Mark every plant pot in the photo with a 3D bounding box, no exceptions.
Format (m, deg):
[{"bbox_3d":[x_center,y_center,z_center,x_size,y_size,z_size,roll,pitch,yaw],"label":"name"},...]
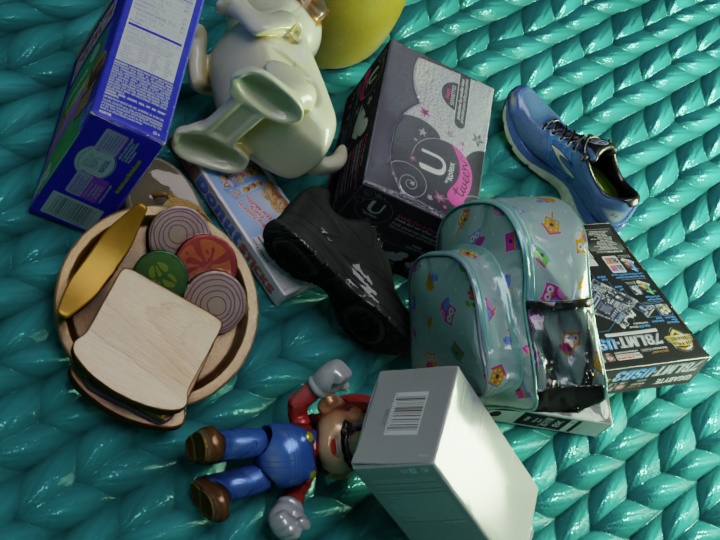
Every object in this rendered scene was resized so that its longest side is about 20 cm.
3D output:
[{"bbox_3d":[-0.021,-0.333,1.595,0.199,0.142,0.201,7,72,-24],"label":"plant pot"}]

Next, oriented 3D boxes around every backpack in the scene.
[{"bbox_3d":[0.131,0.029,1.394,0.153,0.176,0.201,4,86,-25],"label":"backpack"}]

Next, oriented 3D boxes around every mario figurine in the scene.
[{"bbox_3d":[-0.046,0.157,1.325,0.199,0.124,0.106,-13,47,-30],"label":"mario figurine"}]

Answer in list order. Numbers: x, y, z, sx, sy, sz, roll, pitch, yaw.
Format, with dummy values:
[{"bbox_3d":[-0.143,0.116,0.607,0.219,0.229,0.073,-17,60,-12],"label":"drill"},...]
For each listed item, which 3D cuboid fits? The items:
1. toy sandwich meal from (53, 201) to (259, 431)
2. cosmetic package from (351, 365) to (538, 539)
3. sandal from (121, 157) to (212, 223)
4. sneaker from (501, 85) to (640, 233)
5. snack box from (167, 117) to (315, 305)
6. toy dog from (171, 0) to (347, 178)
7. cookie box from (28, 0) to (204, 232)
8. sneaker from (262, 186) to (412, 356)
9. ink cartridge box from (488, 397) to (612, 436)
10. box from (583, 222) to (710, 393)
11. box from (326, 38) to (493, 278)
[{"bbox_3d":[-0.179,0.033,1.326,0.204,0.070,0.206,4,77,-17],"label":"toy sandwich meal"},{"bbox_3d":[0.080,0.185,1.339,0.200,0.090,0.107,60,36,-40],"label":"cosmetic package"},{"bbox_3d":[-0.166,-0.023,1.407,0.080,0.054,0.201,-4,64,-31],"label":"sandal"},{"bbox_3d":[0.241,-0.134,1.685,0.200,0.089,0.078,49,49,6],"label":"sneaker"},{"bbox_3d":[-0.107,-0.064,1.485,0.072,0.024,0.200,-26,76,-39],"label":"snack box"},{"bbox_3d":[-0.084,-0.202,1.487,0.193,0.140,0.201,19,48,-24],"label":"toy dog"},{"bbox_3d":[-0.222,-0.161,1.386,0.075,0.171,0.201,24,52,-19],"label":"cookie box"},{"bbox_3d":[0.000,0.000,1.450,0.200,0.076,0.091,48,55,-19],"label":"sneaker"},{"bbox_3d":[0.159,0.105,1.525,0.199,0.039,0.100,10,58,-24],"label":"ink cartridge box"},{"bbox_3d":[0.234,0.038,1.563,0.199,0.050,0.199,-5,50,-38],"label":"box"},{"bbox_3d":[0.050,-0.112,1.546,0.132,0.115,0.201,23,53,-15],"label":"box"}]
